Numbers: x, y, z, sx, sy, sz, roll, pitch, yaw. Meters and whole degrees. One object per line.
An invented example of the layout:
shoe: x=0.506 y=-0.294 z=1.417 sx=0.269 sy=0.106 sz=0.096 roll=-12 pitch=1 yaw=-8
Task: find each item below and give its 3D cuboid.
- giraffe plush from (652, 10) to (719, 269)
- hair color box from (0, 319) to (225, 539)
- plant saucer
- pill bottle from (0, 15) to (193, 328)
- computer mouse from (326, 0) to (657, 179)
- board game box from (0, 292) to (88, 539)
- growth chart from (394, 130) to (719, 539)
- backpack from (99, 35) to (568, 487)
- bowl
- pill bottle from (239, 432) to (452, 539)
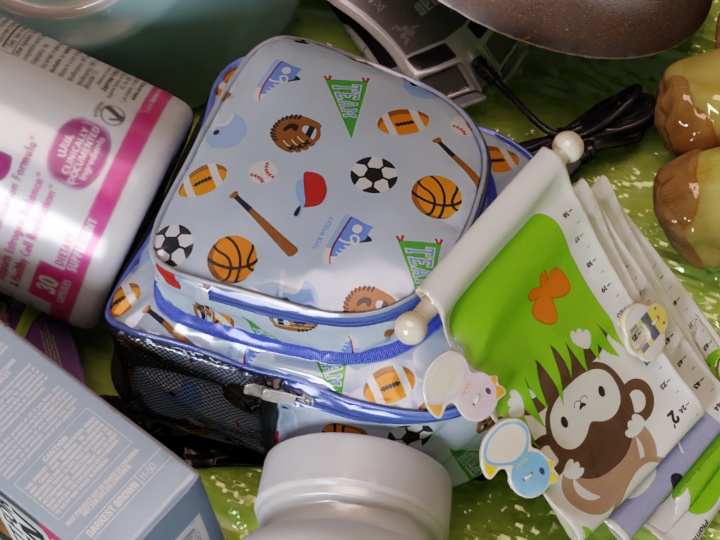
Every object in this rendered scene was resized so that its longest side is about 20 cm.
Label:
giraffe plush: x=0.233 y=-0.088 z=1.262 sx=0.199 sy=0.162 sz=0.173 roll=4 pitch=60 yaw=5
hair color box: x=-0.152 y=0.072 z=1.221 sx=0.200 sy=0.099 sz=0.061 roll=36 pitch=71 yaw=24
plant saucer: x=0.082 y=-0.179 z=1.340 sx=0.200 sy=0.032 sz=0.200 roll=17 pitch=41 yaw=-15
pill bottle: x=-0.186 y=-0.064 z=1.275 sx=0.200 sy=0.113 sz=0.114 roll=24 pitch=64 yaw=-2
computer mouse: x=0.043 y=-0.112 z=1.373 sx=0.110 sy=0.044 sz=0.200 roll=-36 pitch=69 yaw=-9
board game box: x=-0.187 y=0.053 z=1.309 sx=0.120 sy=0.032 sz=0.200 roll=-15 pitch=60 yaw=-6
growth chart: x=0.103 y=0.043 z=1.211 sx=0.018 sy=0.200 sz=0.145 roll=0 pitch=50 yaw=52
backpack: x=0.000 y=0.000 z=1.253 sx=0.190 sy=0.154 sz=0.200 roll=21 pitch=65 yaw=7
bowl: x=-0.127 y=-0.172 z=1.339 sx=0.200 sy=0.105 sz=0.201 roll=0 pitch=88 yaw=11
pill bottle: x=-0.014 y=0.174 z=1.175 sx=0.112 sy=0.112 sz=0.200 roll=5 pitch=61 yaw=8
